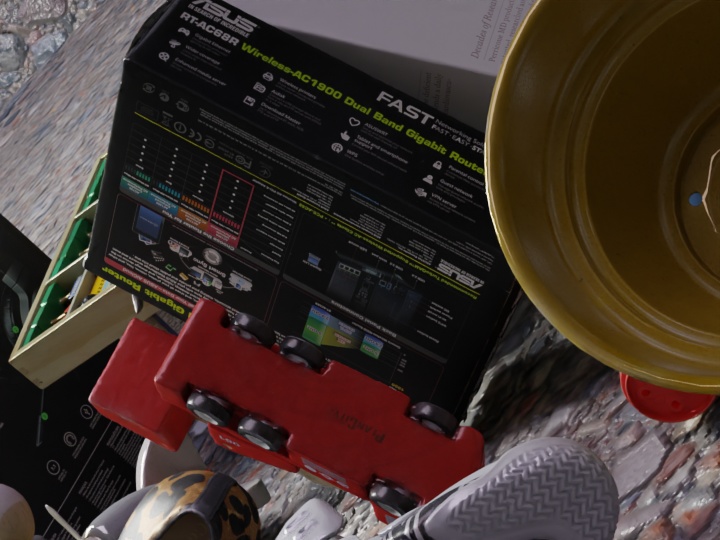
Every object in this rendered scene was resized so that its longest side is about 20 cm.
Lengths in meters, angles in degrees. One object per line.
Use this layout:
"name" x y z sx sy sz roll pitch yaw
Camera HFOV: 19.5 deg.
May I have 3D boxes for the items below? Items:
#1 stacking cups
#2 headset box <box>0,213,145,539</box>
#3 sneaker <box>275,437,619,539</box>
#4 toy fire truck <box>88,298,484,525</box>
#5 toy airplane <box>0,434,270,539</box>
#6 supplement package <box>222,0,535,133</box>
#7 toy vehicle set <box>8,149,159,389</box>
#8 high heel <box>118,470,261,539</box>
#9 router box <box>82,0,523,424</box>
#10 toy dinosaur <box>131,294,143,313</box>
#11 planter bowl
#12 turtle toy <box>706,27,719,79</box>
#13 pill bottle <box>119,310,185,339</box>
"stacking cups" 0.131 -0.013 0.894 0.060 0.060 0.200 -39 20 24
"headset box" -0.222 0.087 1.273 0.093 0.200 0.174 -30 25 42
"sneaker" 0.017 0.120 0.841 0.200 0.075 0.115 -45 20 17
"toy fire truck" -0.036 0.071 0.962 0.049 0.199 0.141 -61 -13 -15
"toy airplane" -0.141 0.148 1.044 0.200 0.141 0.199 -44 17 10
"supplement package" 0.019 -0.103 1.007 0.117 0.199 0.118 94 -167 -51
"toy vehicle set" -0.128 -0.030 1.216 0.124 0.027 0.200 -33 25 31
"high heel" -0.099 0.173 0.811 0.143 0.071 0.201 105 -170 -69
"router box" -0.020 -0.020 0.954 0.062 0.199 0.150 -57 -8 -40
"toy dinosaur" -0.069 -0.068 1.103 0.077 0.102 0.201 125 163 -57
"planter bowl" 0.154 -0.043 0.796 0.199 0.083 0.201 -7 73 22
"turtle toy" 0.180 -0.121 0.917 0.200 0.145 0.102 -124 47 -73
"pill bottle" -0.046 -0.011 1.220 0.200 0.111 0.111 -47 17 -2
